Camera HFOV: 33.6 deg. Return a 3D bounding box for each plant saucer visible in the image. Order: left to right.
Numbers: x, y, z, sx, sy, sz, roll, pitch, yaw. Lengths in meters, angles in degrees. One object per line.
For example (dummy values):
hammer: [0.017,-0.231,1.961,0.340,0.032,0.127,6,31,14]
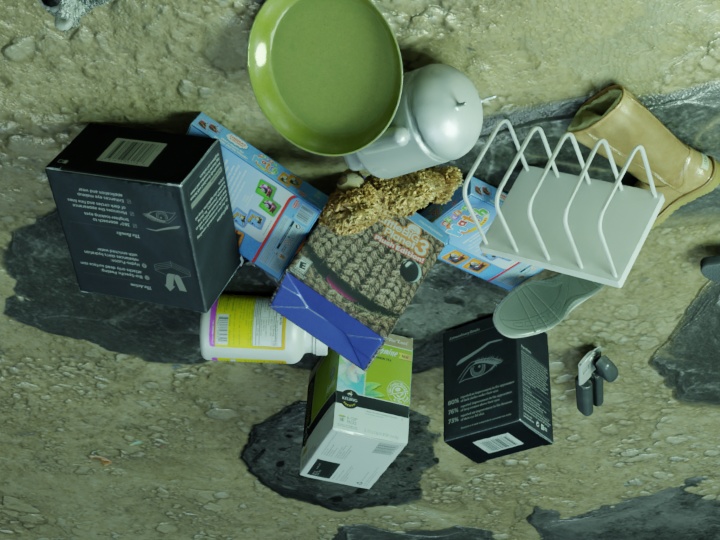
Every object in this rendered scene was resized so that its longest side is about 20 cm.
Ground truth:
plant saucer: [-0.037,-0.231,1.349,0.198,0.031,0.203,10,114,23]

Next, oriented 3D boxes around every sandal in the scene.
sandal: [0.581,-0.024,1.701,0.197,0.043,0.076,-11,153,3]

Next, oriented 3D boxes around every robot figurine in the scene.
robot figurine: [0.063,-0.177,1.415,0.198,0.169,0.114,-13,108,39]

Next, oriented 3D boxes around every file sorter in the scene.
file sorter: [0.246,-0.090,1.465,0.198,0.140,0.125,16,153,34]

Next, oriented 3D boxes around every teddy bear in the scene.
teddy bear: [0.037,-0.107,1.508,0.197,0.145,0.068,-12,121,-18]

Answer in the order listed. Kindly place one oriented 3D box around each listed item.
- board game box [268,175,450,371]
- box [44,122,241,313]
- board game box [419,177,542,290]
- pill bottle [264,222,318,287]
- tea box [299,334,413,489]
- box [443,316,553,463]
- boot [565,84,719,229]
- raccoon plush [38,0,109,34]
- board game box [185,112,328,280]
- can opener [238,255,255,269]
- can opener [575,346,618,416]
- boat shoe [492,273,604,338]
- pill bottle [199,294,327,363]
board game box: [0.000,0.000,1.587,0.158,0.201,0.097,33,144,1]
box: [-0.275,-0.069,1.539,0.194,0.118,0.202,9,129,19]
board game box: [0.184,-0.048,1.678,0.198,0.037,0.151,22,143,-29]
pill bottle: [-0.074,-0.004,1.719,0.105,0.107,0.200,-12,143,23]
tea box: [-0.008,0.227,1.980,0.132,0.199,0.200,13,147,-13]
box: [0.217,0.184,1.894,0.147,0.202,0.104,-20,141,33]
boot: [0.337,-0.141,1.521,0.199,0.067,0.175,27,137,-28]
raccoon plush: [-0.258,-0.307,1.291,0.197,0.098,0.134,14,154,-16]
board game box: [-0.157,-0.095,1.566,0.199,0.037,0.152,33,134,-3]
can opener: [-0.208,-0.017,1.767,0.063,0.079,0.199,-22,171,-42]
can opener: [0.398,0.195,2.011,0.053,0.067,0.201,-39,148,-14]
boat shoe: [0.270,0.045,1.731,0.201,0.075,0.065,-30,169,-27]
pill bottle: [-0.149,0.093,1.874,0.197,0.105,0.105,3,147,0]
